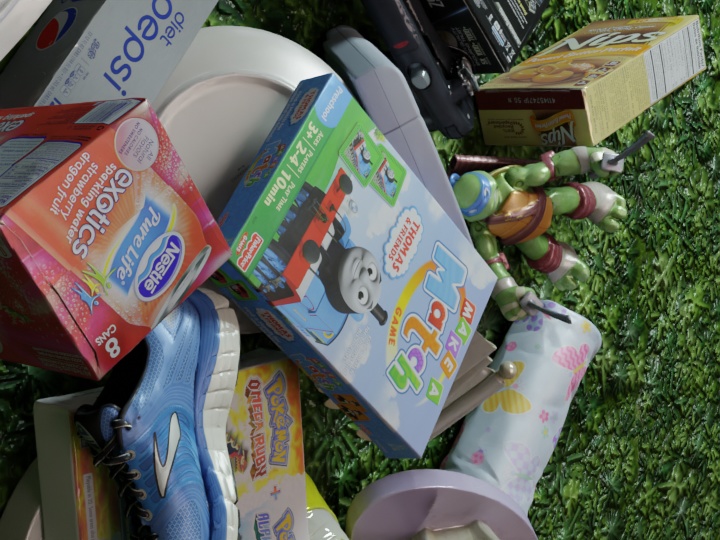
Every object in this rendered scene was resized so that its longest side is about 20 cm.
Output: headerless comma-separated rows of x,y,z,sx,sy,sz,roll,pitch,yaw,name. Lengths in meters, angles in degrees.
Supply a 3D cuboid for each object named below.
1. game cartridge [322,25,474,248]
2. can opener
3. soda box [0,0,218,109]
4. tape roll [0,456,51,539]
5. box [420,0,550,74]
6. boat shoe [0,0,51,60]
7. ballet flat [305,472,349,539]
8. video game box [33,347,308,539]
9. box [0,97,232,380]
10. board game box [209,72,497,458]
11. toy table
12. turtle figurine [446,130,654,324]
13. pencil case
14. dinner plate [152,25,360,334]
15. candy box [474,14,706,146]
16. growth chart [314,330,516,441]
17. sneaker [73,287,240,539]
0.033,-0.074,0.887,0.041,0.133,0.201,-28,120,-7,game cartridge
0.032,-0.177,0.891,0.064,0.078,0.201,-92,157,-48,can opener
-0.143,-0.153,0.730,0.063,0.068,0.201,45,62,-38,soda box
-0.147,0.190,0.788,0.202,0.037,0.205,-6,99,-45,tape roll
0.073,-0.279,0.931,0.200,0.086,0.164,50,60,-38,box
-0.221,-0.154,0.655,0.201,0.072,0.069,-55,130,-16,boat shoe
-0.027,0.233,0.900,0.067,0.067,0.202,-28,114,-40,ballet flat
-0.111,0.165,0.765,0.181,0.047,0.202,-12,101,-47,video game box
-0.175,-0.020,0.616,0.100,0.199,0.096,-46,123,-33,box
0.000,0.000,0.765,0.200,0.036,0.152,48,53,-32,board game box
0.081,0.249,0.939,0.199,0.117,0.184,24,116,-31,toy table
0.169,-0.026,0.989,0.193,0.199,0.145,9,83,-57,turtle figurine
0.142,0.125,1.055,0.091,0.083,0.201,50,60,-45,pencil case
-0.077,-0.060,0.776,0.198,0.024,0.202,1,88,-18,dinner plate
0.206,-0.169,1.064,0.200,0.115,0.056,-34,119,-39,candy box
0.018,0.053,0.887,0.200,0.144,0.018,48,25,-26,growth chart
-0.121,0.107,0.672,0.089,0.078,0.202,9,72,-37,sneaker
